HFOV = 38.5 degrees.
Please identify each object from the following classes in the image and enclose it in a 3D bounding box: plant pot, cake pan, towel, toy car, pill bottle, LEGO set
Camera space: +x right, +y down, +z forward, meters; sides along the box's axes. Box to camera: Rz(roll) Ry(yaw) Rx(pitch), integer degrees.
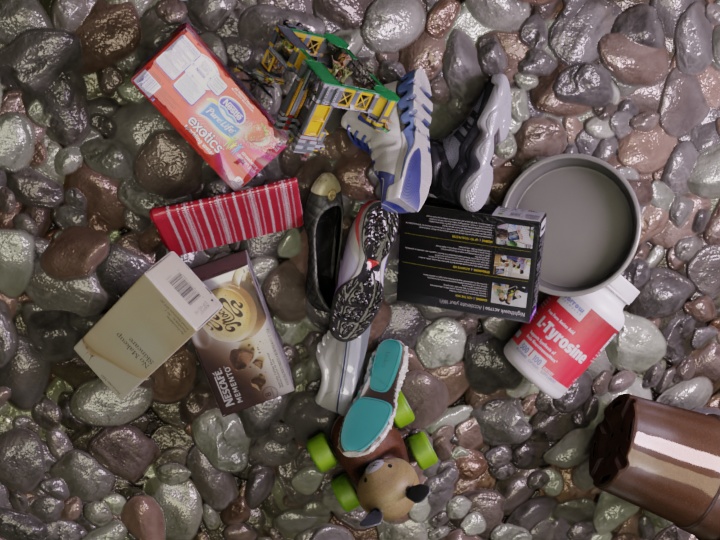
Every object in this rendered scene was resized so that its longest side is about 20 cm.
[{"bbox_3d":[0.469,0.288,1.574,0.196,0.200,0.202,21,104,-6],"label":"plant pot"},{"bbox_3d":[0.296,-0.063,1.459,0.198,0.037,0.203,-1,86,19],"label":"cake pan"},{"bbox_3d":[-0.177,-0.073,1.387,0.198,0.145,0.023,-13,71,-4],"label":"towel"},{"bbox_3d":[0.030,0.296,1.492,0.163,0.200,0.159,-29,110,1],"label":"toy car"},{"bbox_3d":[0.313,0.080,1.515,0.112,0.112,0.200,37,99,-18],"label":"pill bottle"},{"bbox_3d":[-0.056,-0.219,1.322,0.153,0.200,0.116,-5,133,-47],"label":"LEGO set"}]

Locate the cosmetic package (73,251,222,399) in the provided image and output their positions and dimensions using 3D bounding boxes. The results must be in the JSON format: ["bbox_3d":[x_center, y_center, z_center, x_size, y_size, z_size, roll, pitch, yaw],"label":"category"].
[{"bbox_3d":[-0.287,0.076,1.383,0.104,0.073,0.200,47,125,-3],"label":"cosmetic package"}]

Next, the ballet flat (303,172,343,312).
[{"bbox_3d":[-0.044,-0.039,1.443,0.066,0.057,0.202,-14,117,-36],"label":"ballet flat"}]

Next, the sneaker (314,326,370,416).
[{"bbox_3d":[-0.029,0.111,1.494,0.070,0.073,0.202,11,96,11],"label":"sneaker"}]

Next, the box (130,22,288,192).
[{"bbox_3d":[-0.195,-0.214,1.349,0.100,0.096,0.200,-41,109,6],"label":"box"}]

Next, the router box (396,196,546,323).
[{"bbox_3d":[0.152,-0.018,1.445,0.198,0.051,0.151,10,110,17],"label":"router box"}]

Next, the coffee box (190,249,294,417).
[{"bbox_3d":[-0.178,0.089,1.456,0.112,0.080,0.202,-19,109,-2],"label":"coffee box"}]

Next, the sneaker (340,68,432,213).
[{"bbox_3d":[0.032,-0.169,1.387,0.114,0.080,0.202,-5,68,28],"label":"sneaker"}]

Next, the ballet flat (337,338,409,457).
[{"bbox_3d":[0.027,0.192,1.480,0.072,0.072,0.201,38,55,-18],"label":"ballet flat"}]

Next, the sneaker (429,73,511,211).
[{"bbox_3d":[0.136,-0.184,1.419,0.113,0.075,0.202,11,75,24],"label":"sneaker"}]

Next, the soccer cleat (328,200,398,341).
[{"bbox_3d":[0.000,0.000,1.441,0.068,0.073,0.202,15,92,-18],"label":"soccer cleat"}]
